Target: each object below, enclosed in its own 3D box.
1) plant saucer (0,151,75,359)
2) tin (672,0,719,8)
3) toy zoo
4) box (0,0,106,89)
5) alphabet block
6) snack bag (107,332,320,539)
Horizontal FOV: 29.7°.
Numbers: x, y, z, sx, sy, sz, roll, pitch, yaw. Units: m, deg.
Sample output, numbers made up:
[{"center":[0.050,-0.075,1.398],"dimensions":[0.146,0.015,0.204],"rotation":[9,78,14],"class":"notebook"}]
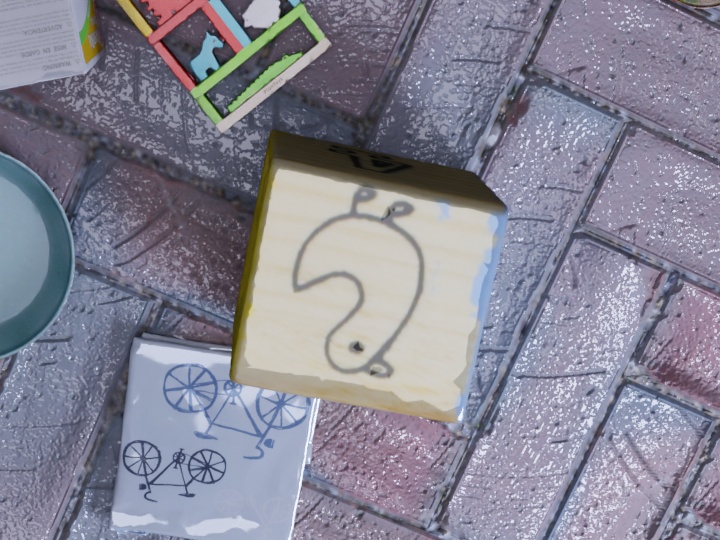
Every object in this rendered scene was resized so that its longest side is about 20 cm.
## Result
[{"center":[-0.356,-0.017,1.227],"dimensions":[0.198,0.036,0.202],"rotation":[-1,102,-4],"class":"plant saucer"},{"center":[0.335,-0.326,1.213],"dimensions":[0.112,0.042,0.200],"rotation":[39,97,-8],"class":"tin"},{"center":[-0.135,-0.240,1.202],"dimensions":[0.131,0.020,0.200],"rotation":[-38,103,4],"class":"toy zoo"},{"center":[-0.276,-0.210,1.105],"dimensions":[0.111,0.200,0.102],"rotation":[-11,104,-4],"class":"box"},{"center":[0.000,0.000,1.179],"dimensions":[0.198,0.196,0.197],"rotation":[10,100,-7],"class":"alphabet block"},{"center":[-0.136,0.169,1.296],"dimensions":[0.187,0.021,0.202],"rotation":[8,102,-6],"class":"snack bag"}]
